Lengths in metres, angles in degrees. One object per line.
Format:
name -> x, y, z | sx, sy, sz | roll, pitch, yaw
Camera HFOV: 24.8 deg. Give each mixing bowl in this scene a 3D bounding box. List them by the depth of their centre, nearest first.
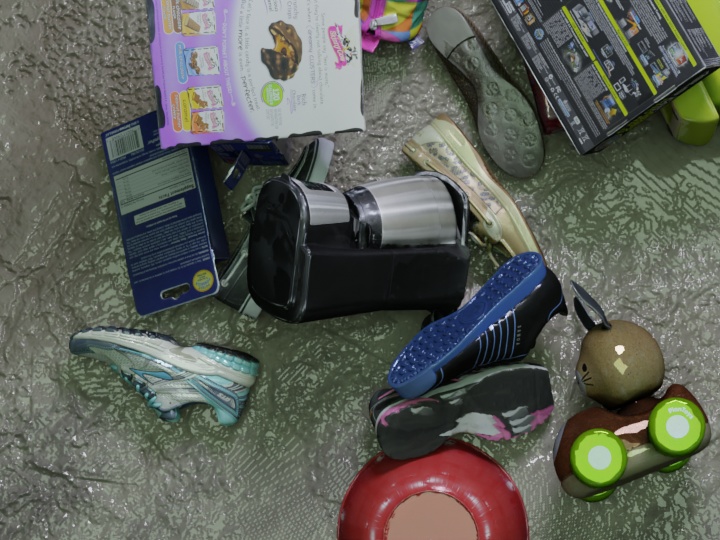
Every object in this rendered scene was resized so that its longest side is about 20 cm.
mixing bowl -> 0.071, 0.265, 1.636 | 0.198, 0.108, 0.202 | 0, 83, 4

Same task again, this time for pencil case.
pencil case -> 0.041, -0.322, 1.652 | 0.087, 0.201, 0.089 | 7, 40, -6

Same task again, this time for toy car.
toy car -> 0.242, 0.111, 1.621 | 0.156, 0.164, 0.202 | -21, 75, 1

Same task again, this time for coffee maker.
coffee maker -> 0.000, 0.000, 1.615 | 0.198, 0.134, 0.194 | -5, 84, -31

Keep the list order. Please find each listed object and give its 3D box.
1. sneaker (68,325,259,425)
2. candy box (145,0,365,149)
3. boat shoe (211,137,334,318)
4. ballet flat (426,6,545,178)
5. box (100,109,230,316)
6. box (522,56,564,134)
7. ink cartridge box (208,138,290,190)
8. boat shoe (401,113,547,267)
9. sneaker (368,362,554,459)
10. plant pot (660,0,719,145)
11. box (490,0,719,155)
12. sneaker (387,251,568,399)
sneaker -> -0.208, 0.109, 1.685 | 0.198, 0.078, 0.087 | 13, 88, 5
candy box -> -0.098, -0.212, 1.542 | 0.198, 0.072, 0.169 | -5, 112, -6
boat shoe -> -0.093, -0.053, 1.695 | 0.068, 0.074, 0.201 | 26, 95, -9
ballet flat -> 0.132, -0.187, 1.714 | 0.067, 0.046, 0.201 | -33, 87, 12
box -> -0.200, -0.062, 1.695 | 0.120, 0.032, 0.202 | -16, 81, 34
box -> 0.211, -0.253, 1.686 | 0.099, 0.095, 0.202 | -14, 83, 2
ink cartridge box -> -0.111, -0.186, 1.677 | 0.075, 0.136, 0.202 | 1, 84, 5
boat shoe -> 0.121, -0.067, 1.688 | 0.062, 0.073, 0.201 | -35, 73, 1
sneaker -> 0.098, 0.124, 1.665 | 0.198, 0.086, 0.081 | -8, 115, -18
plant pot -> 0.365, -0.240, 1.630 | 0.180, 0.199, 0.202 | -26, 84, 6
box -> 0.229, -0.237, 1.571 | 0.160, 0.044, 0.201 | -36, 78, 35
sneaker -> 0.121, 0.071, 1.621 | 0.199, 0.070, 0.078 | -39, 117, -5
